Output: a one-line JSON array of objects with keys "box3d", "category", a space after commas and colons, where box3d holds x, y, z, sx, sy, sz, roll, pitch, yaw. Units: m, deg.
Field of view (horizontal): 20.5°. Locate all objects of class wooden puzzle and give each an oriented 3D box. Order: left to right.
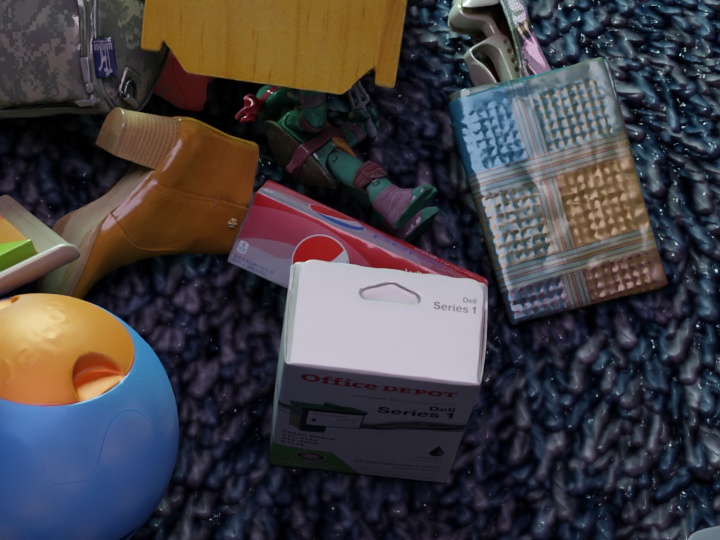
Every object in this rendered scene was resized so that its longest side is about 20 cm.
[{"box3d": [-0.326, -0.002, 1.516, 0.184, 0.037, 0.200, -28, 23, -19], "category": "wooden puzzle"}]

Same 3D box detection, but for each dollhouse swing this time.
[{"box3d": [-0.059, -0.244, 1.594, 0.199, 0.176, 0.183, 8, 99, 0], "category": "dollhouse swing"}]

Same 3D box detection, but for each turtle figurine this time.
[{"box3d": [-0.022, -0.109, 1.636, 0.101, 0.150, 0.200, -45, 77, 10], "category": "turtle figurine"}]

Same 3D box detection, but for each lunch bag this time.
[{"box3d": [-0.250, -0.201, 1.619, 0.199, 0.139, 0.169, -1, 72, 31], "category": "lunch bag"}]

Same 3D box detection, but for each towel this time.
[{"box3d": [0.163, -0.066, 1.651, 0.146, 0.022, 0.201, -13, 82, -12], "category": "towel"}]

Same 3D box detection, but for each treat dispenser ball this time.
[{"box3d": [-0.231, 0.117, 1.440, 0.200, 0.201, 0.202, 2, 61, -4], "category": "treat dispenser ball"}]

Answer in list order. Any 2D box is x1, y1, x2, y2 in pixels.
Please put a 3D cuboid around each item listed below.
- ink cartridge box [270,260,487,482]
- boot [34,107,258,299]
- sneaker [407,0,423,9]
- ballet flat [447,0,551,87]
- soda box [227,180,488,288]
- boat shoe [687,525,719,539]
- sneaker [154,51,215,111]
[{"box3d": [0.010, 0.079, 1.483, 0.145, 0.200, 0.085, 6, 64, -2], "category": "ink cartridge box"}, {"box3d": [-0.166, -0.026, 1.594, 0.144, 0.202, 0.071, 17, 13, -35], "category": "boot"}, {"box3d": [-0.014, -0.261, 1.672, 0.199, 0.115, 0.081, 6, 93, -33], "category": "sneaker"}, {"box3d": [0.116, -0.197, 1.718, 0.071, 0.069, 0.201, -6, 64, -30], "category": "ballet flat"}, {"box3d": [0.000, 0.000, 1.576, 0.199, 0.070, 0.064, 24, 101, 0], "category": "soda box"}, {"box3d": [0.311, 0.231, 1.507, 0.199, 0.068, 0.074, -6, 48, -36], "category": "boat shoe"}, {"box3d": [-0.114, -0.214, 1.717, 0.087, 0.074, 0.200, 39, 69, 2], "category": "sneaker"}]
